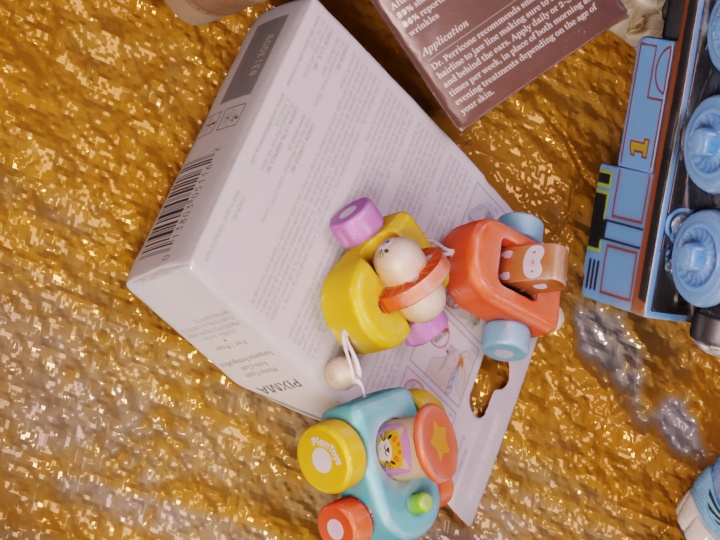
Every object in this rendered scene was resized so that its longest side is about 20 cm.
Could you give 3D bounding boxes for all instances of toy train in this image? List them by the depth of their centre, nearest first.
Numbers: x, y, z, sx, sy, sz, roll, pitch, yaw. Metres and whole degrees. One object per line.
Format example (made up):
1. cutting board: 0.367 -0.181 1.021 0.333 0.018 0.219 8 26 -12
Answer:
1. toy train: 0.045 0.045 0.990 0.150 0.055 0.201 33 56 -35
2. toy train: 0.172 -0.062 1.078 0.086 0.114 0.201 4 98 -32

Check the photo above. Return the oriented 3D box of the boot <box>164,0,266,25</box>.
1. boot: -0.081 -0.214 0.981 0.200 0.166 0.072 51 52 -4

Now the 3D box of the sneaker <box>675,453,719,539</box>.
1. sneaker: 0.254 0.132 1.062 0.199 0.090 0.078 25 15 -4

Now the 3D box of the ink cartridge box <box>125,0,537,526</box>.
1. ink cartridge box: 0.000 0.000 1.032 0.200 0.047 0.161 45 50 -30

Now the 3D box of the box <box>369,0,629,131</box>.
1. box: 0.028 -0.176 1.050 0.100 0.075 0.200 -34 106 3

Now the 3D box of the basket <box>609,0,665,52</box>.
1. basket: 0.216 -0.200 1.191 0.123 0.135 0.200 41 54 -15
